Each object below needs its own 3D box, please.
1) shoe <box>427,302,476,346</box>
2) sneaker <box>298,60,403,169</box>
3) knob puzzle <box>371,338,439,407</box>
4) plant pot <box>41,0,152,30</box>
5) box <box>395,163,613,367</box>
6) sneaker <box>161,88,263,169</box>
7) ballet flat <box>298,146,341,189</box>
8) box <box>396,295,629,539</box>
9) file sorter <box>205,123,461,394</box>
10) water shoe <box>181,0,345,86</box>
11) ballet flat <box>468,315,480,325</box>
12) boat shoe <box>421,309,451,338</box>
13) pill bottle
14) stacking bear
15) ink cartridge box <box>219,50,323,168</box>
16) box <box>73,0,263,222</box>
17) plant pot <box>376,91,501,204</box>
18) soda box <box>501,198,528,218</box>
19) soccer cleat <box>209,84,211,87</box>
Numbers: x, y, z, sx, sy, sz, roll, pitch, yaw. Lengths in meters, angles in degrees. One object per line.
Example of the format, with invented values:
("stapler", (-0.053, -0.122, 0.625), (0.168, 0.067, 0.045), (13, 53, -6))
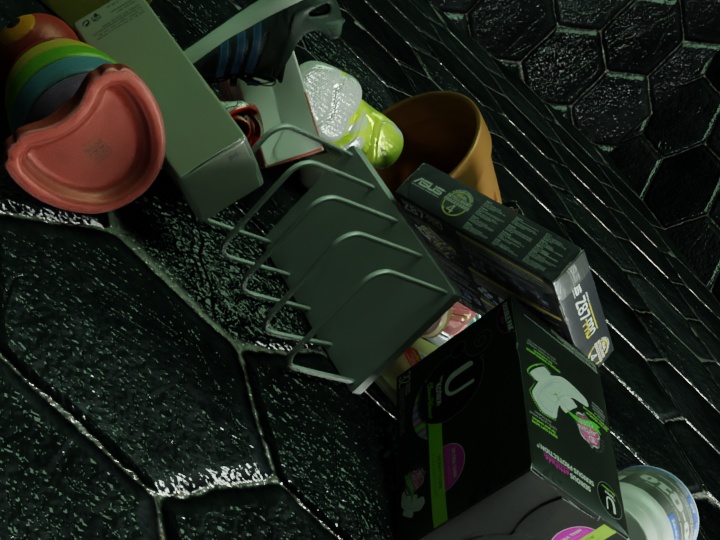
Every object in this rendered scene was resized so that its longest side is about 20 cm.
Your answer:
("shoe", (0.060, 0.008, 1.386), (0.200, 0.091, 0.072), (33, 22, -36))
("sneaker", (-0.036, -0.185, 1.436), (0.105, 0.076, 0.200), (36, -3, 40))
("knob puzzle", (0.069, 0.132, 1.235), (0.220, 0.030, 0.220), (41, 19, -17))
("plant pot", (-0.268, -0.388, 1.336), (0.194, 0.200, 0.196), (42, 19, -13))
("box", (0.134, 0.001, 1.171), (0.200, 0.049, 0.161), (33, -18, 39))
("sneaker", (-0.138, -0.137, 1.214), (0.201, 0.108, 0.067), (-47, 135, -68))
("ballet flat", (-0.051, -0.127, 1.498), (0.069, 0.069, 0.200), (32, 18, -36))
("box", (0.122, 0.155, 1.063), (0.124, 0.148, 0.200), (37, 31, -25))
("file sorter", (-0.036, -0.013, 1.145), (0.124, 0.139, 0.200), (18, 32, -52))
("water shoe", (-0.108, -0.203, 1.186), (0.079, 0.200, 0.072), (56, 7, -14))
("ballet flat", (0.094, 0.008, 1.474), (0.067, 0.070, 0.200), (-128, -159, -59))
("boat shoe", (0.000, 0.000, 1.272), (0.200, 0.072, 0.072), (41, 19, 21))
("pill bottle", (0.266, 0.262, 1.256), (0.114, 0.114, 0.200), (51, 19, 17))
("stacking bear", (-0.242, -0.143, 1.020), (0.200, 0.121, 0.114), (51, -2, 44))
("ink cartridge box", (-0.101, -0.172, 1.331), (0.200, 0.067, 0.117), (-156, -131, -78))
("box", (-0.167, -0.145, 1.086), (0.200, 0.068, 0.082), (54, -9, 27))
("plant pot", (0.086, -0.104, 1.564), (0.140, 0.200, 0.200), (54, 9, -39))
("soda box", (0.164, 0.001, 1.498), (0.200, 0.071, 0.063), (87, -20, -60))
("soccer cleat", (-0.218, -0.192, 1.272), (0.076, 0.067, 0.200), (18, 16, 19))
